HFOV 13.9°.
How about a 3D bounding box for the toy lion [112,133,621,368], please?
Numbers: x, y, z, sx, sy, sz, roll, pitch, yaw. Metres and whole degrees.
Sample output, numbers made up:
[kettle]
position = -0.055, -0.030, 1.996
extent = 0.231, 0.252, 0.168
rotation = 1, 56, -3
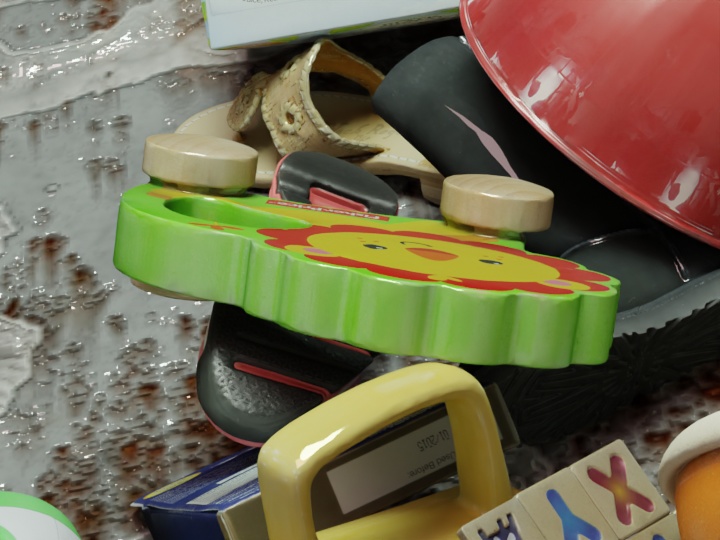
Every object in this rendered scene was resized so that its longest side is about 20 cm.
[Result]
[toy lion]
position = 0.000, 0.000, 1.142
extent = 0.199, 0.069, 0.192
rotation = 8, 9, 3

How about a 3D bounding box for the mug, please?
[mug]
position = 0.026, 0.142, 1.079
extent = 0.153, 0.187, 0.150
rotation = -24, 64, -29

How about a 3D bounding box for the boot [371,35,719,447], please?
[boot]
position = 0.066, -0.025, 1.320
extent = 0.164, 0.066, 0.200
rotation = -18, 55, -28

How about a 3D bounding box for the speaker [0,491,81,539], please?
[speaker]
position = -0.139, 0.177, 1.147
extent = 0.088, 0.089, 0.200
rotation = -13, 37, 0

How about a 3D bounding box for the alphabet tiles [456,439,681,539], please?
[alphabet tiles]
position = 0.120, 0.156, 1.035
extent = 0.166, 0.006, 0.200
rotation = -22, 74, -47

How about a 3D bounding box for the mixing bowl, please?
[mixing bowl]
position = 0.155, -0.109, 1.322
extent = 0.200, 0.109, 0.200
rotation = 27, 27, -15

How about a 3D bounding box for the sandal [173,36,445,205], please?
[sandal]
position = -0.004, -0.084, 1.454
extent = 0.211, 0.070, 0.078
rotation = 10, 43, 28

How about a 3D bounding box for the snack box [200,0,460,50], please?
[snack box]
position = 0.026, -0.150, 1.493
extent = 0.199, 0.053, 0.142
rotation = -9, 2, 6

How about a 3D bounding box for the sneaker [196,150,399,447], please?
[sneaker]
position = -0.029, 0.031, 1.302
extent = 0.073, 0.087, 0.200
rotation = 22, 33, 0

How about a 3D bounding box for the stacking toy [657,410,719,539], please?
[stacking toy]
position = 0.168, 0.151, 1.005
extent = 0.145, 0.146, 0.201
rotation = 0, 68, 17

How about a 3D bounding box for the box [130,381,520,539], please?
[box]
position = -0.020, 0.085, 1.218
extent = 0.121, 0.033, 0.200
rotation = -25, 4, -15
